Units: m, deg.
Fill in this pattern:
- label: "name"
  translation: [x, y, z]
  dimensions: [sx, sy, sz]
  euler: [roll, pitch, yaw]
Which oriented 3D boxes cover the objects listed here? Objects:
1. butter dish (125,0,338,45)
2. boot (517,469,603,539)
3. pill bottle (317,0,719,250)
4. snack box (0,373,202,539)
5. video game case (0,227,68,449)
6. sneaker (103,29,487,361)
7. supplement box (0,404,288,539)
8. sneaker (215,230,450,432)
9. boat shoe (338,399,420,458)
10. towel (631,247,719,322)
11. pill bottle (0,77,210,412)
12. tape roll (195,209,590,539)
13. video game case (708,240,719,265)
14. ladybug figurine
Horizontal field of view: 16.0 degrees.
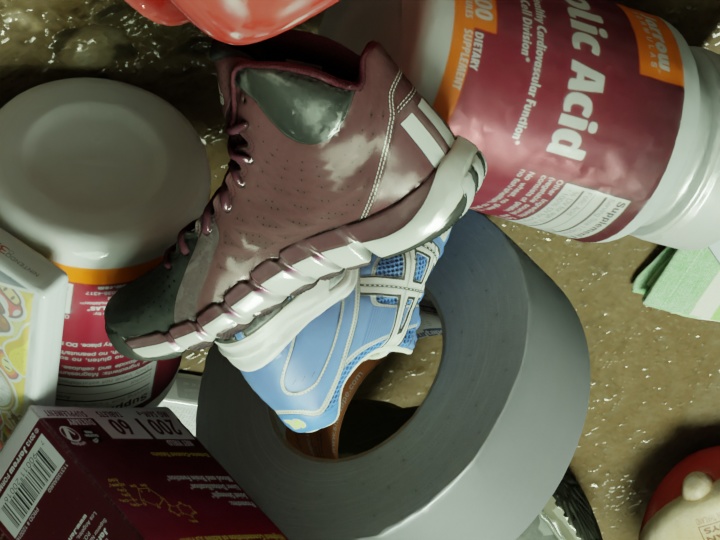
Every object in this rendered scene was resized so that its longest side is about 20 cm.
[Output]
- label: "butter dish"
  translation: [-0.035, -0.169, 1.011]
  dimensions: [0.199, 0.148, 0.200]
  euler: [-34, 138, 8]
- label: "boot"
  translation: [0.028, 0.162, 1.526]
  dimensions: [0.200, 0.073, 0.182]
  euler: [-31, 124, 15]
- label: "pill bottle"
  translation: [0.086, -0.077, 1.200]
  dimensions: [0.199, 0.115, 0.114]
  euler: [14, 136, -27]
- label: "snack box"
  translation: [-0.153, 0.123, 1.475]
  dimensions: [0.072, 0.024, 0.200]
  euler: [9, 138, -23]
- label: "video game case"
  translation: [-0.224, 0.022, 1.242]
  dimensions: [0.182, 0.023, 0.200]
  euler: [33, 142, 15]
- label: "sneaker"
  translation: [-0.052, -0.044, 1.118]
  dimensions: [0.200, 0.076, 0.116]
  euler: [-26, 111, 25]
- label: "supplement box"
  translation: [-0.079, 0.149, 1.199]
  dimensions: [0.109, 0.200, 0.061]
  euler: [5, 125, -56]
- label: "sneaker"
  translation: [0.000, 0.000, 1.235]
  dimensions: [0.076, 0.200, 0.077]
  euler: [-8, 118, 45]
- label: "boat shoe"
  translation: [0.030, 0.115, 1.375]
  dimensions: [0.072, 0.201, 0.066]
  euler: [-44, 112, -18]
- label: "towel"
  translation: [0.266, -0.015, 1.393]
  dimensions: [0.199, 0.023, 0.153]
  euler: [10, 138, -21]
- label: "pill bottle"
  translation: [-0.139, 0.009, 1.264]
  dimensions: [0.112, 0.113, 0.200]
  euler: [0, 142, -12]
- label: "tape roll"
  translation: [0.014, 0.063, 1.292]
  dimensions: [0.200, 0.201, 0.066]
  euler: [-26, 138, 21]
- label: "video game case"
  translation: [0.286, -0.024, 1.278]
  dimensions: [0.200, 0.045, 0.182]
  euler: [-32, 99, 21]
- label: "ladybug figurine"
  translation: [0.236, 0.166, 1.573]
  dimensions: [0.135, 0.072, 0.200]
  euler: [-20, 141, 12]
